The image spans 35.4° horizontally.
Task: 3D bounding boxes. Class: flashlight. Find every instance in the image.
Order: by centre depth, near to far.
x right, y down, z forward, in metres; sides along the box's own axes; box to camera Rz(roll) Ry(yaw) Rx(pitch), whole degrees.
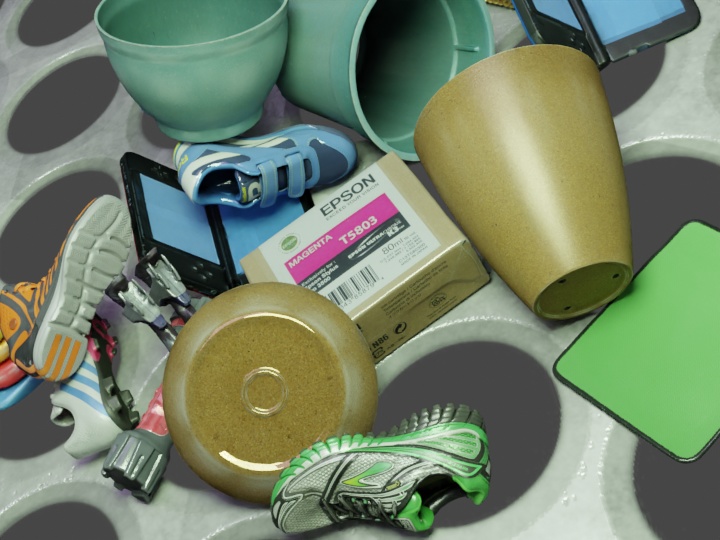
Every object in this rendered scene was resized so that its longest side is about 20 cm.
[{"bbox_3d":[-0.192,0.121,1.118,0.067,0.068,0.201,24,58,4],"label":"flashlight"}]

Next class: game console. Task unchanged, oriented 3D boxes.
[{"bbox_3d":[0.232,-0.320,1.170,0.118,0.170,0.201,-37,62,34],"label":"game console"},{"bbox_3d":[-0.154,-0.075,1.231,0.119,0.172,0.201,-48,40,24],"label":"game console"}]

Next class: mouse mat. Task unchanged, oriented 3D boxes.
[{"bbox_3d":[0.278,0.053,0.952,0.200,0.008,0.161,-44,46,-10],"label":"mouse mat"}]

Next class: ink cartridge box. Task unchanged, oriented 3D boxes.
[{"bbox_3d":[0.000,0.000,1.107,0.199,0.075,0.165,-36,46,0],"label":"ink cartridge box"}]

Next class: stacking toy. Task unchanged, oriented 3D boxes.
[{"bbox_3d":[-0.425,0.048,1.222,0.116,0.200,0.110,-47,47,-11],"label":"stacking toy"}]

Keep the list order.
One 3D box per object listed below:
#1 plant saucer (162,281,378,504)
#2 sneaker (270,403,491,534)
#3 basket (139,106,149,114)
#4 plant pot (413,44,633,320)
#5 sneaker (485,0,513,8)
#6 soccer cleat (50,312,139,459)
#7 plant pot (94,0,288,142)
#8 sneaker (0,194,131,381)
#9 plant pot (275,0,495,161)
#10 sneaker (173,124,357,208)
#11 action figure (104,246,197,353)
[{"bbox_3d":[-0.084,0.110,1.009,0.199,0.035,0.202,0,86,4],"label":"plant saucer"},{"bbox_3d":[0.015,0.181,0.948,0.199,0.078,0.086,-22,47,12],"label":"sneaker"},{"bbox_3d":[-0.210,-0.259,1.347,0.138,0.200,0.177,-10,51,23],"label":"basket"},{"bbox_3d":[0.164,-0.065,1.010,0.185,0.186,0.201,-24,59,10],"label":"plant pot"},{"bbox_3d":[0.158,-0.367,1.326,0.199,0.075,0.090,30,64,35],"label":"sneaker"},{"bbox_3d":[-0.298,0.111,1.189,0.086,0.070,0.200,-33,45,3],"label":"soccer cleat"},{"bbox_3d":[-0.168,-0.221,1.191,0.199,0.135,0.201,-3,38,2],"label":"plant pot"},{"bbox_3d":[-0.317,0.009,1.170,0.112,0.077,0.201,12,74,40],"label":"sneaker"},{"bbox_3d":[0.009,-0.235,1.225,0.201,0.200,0.196,-50,38,-15],"label":"plant pot"},{"bbox_3d":[-0.099,-0.104,1.209,0.198,0.074,0.083,-7,39,-5],"label":"sneaker"},{"bbox_3d":[-0.155,0.074,1.080,0.130,0.200,0.069,-45,3,-34],"label":"action figure"}]
